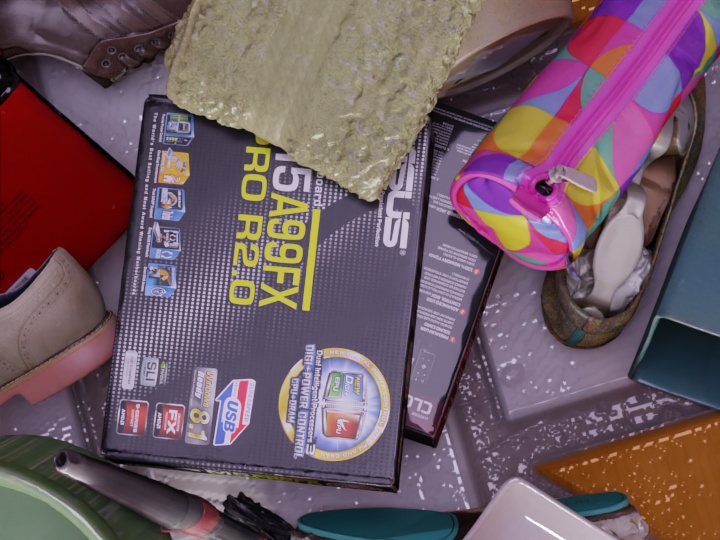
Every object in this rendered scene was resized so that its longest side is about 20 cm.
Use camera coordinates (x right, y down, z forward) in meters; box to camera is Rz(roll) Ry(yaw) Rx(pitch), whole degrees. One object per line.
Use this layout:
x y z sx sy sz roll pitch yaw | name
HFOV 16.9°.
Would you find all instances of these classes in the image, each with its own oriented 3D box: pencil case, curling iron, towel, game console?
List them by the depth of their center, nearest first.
-0.007 -0.150 1.259 0.148 0.036 0.201 27 106 8 | towel
-0.099 0.128 1.301 0.049 0.200 0.026 35 96 37 | curling iron
0.131 -0.089 1.304 0.088 0.088 0.200 34 67 7 | pencil case
-0.248 -0.046 1.387 0.200 0.119 0.172 -44 113 13 | game console

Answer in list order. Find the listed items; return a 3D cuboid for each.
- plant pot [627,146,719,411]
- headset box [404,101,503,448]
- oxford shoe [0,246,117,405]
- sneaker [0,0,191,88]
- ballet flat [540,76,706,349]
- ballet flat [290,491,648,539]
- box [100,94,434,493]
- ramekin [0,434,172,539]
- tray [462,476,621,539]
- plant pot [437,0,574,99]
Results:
0.250 -0.026 1.328 0.140 0.141 0.201 19 75 5 | plant pot
0.000 0.000 1.363 0.148 0.075 0.201 18 82 6 | headset box
-0.230 0.054 1.338 0.199 0.071 0.074 -28 105 1 | oxford shoe
-0.133 -0.147 1.406 0.199 0.070 0.076 -6 98 7 | sneaker
0.154 -0.052 1.370 0.070 0.071 0.201 18 82 5 | ballet flat
0.061 0.163 1.341 0.198 0.076 0.064 -4 100 5 | ballet flat
-0.048 0.012 1.303 0.159 0.044 0.201 6 81 6 | box
-0.190 0.186 1.303 0.199 0.098 0.201 3 103 14 | ramekin
0.130 0.197 1.316 0.199 0.022 0.108 33 104 -16 | tray
0.033 -0.204 1.337 0.186 0.187 0.201 -27 82 -2 | plant pot
